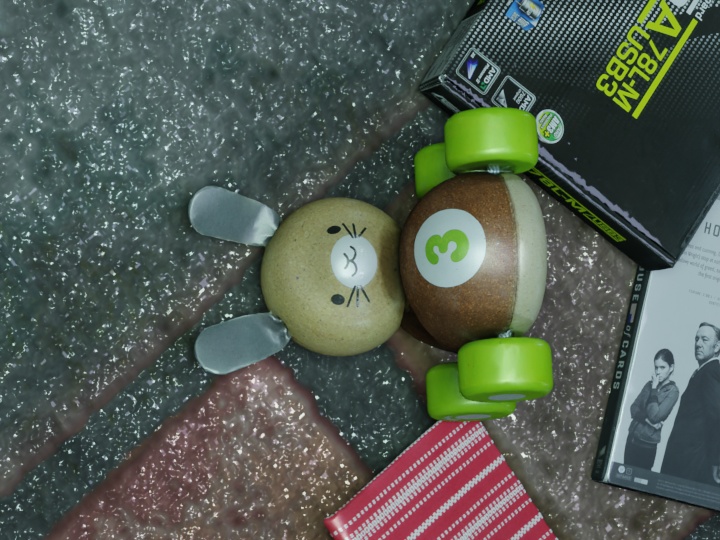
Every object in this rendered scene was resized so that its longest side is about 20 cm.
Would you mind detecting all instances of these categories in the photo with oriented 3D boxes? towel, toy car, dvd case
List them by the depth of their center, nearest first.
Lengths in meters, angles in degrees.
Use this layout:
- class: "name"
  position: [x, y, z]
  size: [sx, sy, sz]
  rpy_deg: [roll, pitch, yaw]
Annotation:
- class: "toy car"
  position: [0.000, 0.000, 1.586]
  size: [0.199, 0.158, 0.165]
  rpy_deg: [-1, 79, -12]
- class: "towel"
  position: [0.073, 0.197, 1.642]
  size: [0.145, 0.022, 0.200]
  rpy_deg: [-38, 98, -41]
- class: "dvd case"
  position: [0.236, 0.053, 1.748]
  size: [0.150, 0.025, 0.201]
  rpy_deg: [15, 84, -23]

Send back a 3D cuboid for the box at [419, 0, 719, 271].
- class: "box"
  position: [0.165, -0.135, 1.690]
  size: [0.193, 0.047, 0.200]
  rpy_deg: [37, 74, -11]
